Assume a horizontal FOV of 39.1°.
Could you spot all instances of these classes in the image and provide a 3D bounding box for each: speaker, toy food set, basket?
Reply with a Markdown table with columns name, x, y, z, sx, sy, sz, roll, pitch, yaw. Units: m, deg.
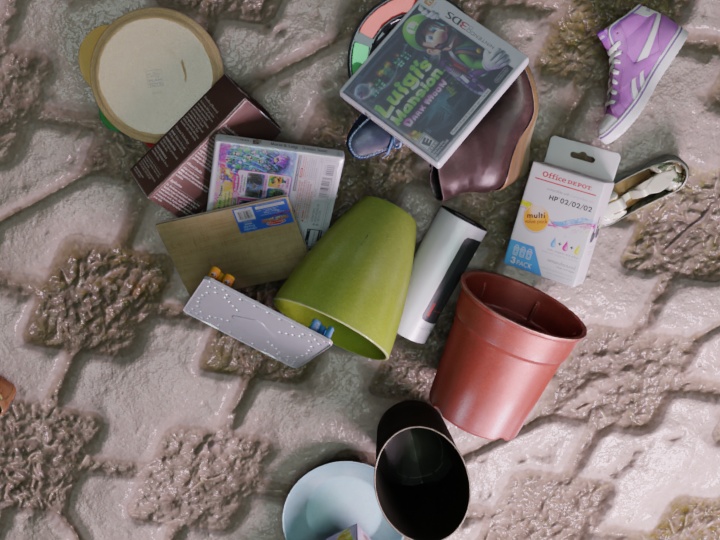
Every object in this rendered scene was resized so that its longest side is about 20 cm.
| name | x | y | z | sx | sy | sz | roll | pitch | yaw |
| --- | --- | --- | --- | --- | --- | --- | --- | --- | --- |
| speaker | 0.108 | 0.008 | 1.529 | 0.081 | 0.081 | 0.200 | 27 | 99 | -8 |
| toy food set | -0.295 | -0.277 | 1.465 | 0.199 | 0.049 | 0.199 | -23 | 103 | 2 |
| basket | 0.085 | 0.283 | 1.527 | 0.135 | 0.200 | 0.181 | -14 | 102 | 1 |

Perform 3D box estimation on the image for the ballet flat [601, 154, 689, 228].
| name | x | y | z | sx | sy | sz | roll | pitch | yaw |
| --- | --- | --- | --- | --- | --- | --- | --- | --- | --- |
| ballet flat | 0.399 | -0.114 | 1.522 | 0.200 | 0.064 | 0.068 | -29 | 102 | 4 |

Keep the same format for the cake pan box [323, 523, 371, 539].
| name | x | y | z | sx | sy | sz | roll | pitch | yaw |
| --- | --- | --- | --- | --- | --- | --- | --- | --- | --- |
| cake pan box | -0.026 | 0.517 | 1.618 | 0.184 | 0.052 | 0.200 | -31 | 114 | 17 |

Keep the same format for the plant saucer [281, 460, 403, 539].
| name | x | y | z | sx | sy | sz | roll | pitch | yaw |
| --- | --- | --- | --- | --- | --- | --- | --- | --- | --- |
| plant saucer | -0.025 | 0.393 | 1.630 | 0.200 | 0.039 | 0.202 | -1 | 104 | -3 |

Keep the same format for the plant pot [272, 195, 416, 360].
| name | x | y | z | sx | sy | sz | roll | pitch | yaw |
| --- | --- | --- | --- | --- | --- | --- | --- | --- | --- |
| plant pot | 0.000 | 0.000 | 1.477 | 0.187 | 0.187 | 0.200 | 29 | 76 | -8 |

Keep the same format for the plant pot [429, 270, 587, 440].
| name | x | y | z | sx | sy | sz | roll | pitch | yaw |
| --- | --- | --- | --- | --- | --- | --- | --- | --- | --- |
| plant pot | 0.204 | 0.133 | 1.512 | 0.200 | 0.201 | 0.196 | 20 | 109 | -7 |

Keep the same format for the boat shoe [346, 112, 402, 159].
| name | x | y | z | sx | sy | sz | roll | pitch | yaw |
| --- | --- | --- | --- | --- | --- | --- | --- | --- | --- |
| boat shoe | 0.063 | -0.227 | 1.445 | 0.200 | 0.069 | 0.084 | -38 | 108 | 10 |

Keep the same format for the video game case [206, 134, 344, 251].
| name | x | y | z | sx | sy | sz | roll | pitch | yaw |
| --- | --- | --- | --- | --- | --- | --- | --- | --- | --- |
| video game case | -0.129 | -0.101 | 1.470 | 0.181 | 0.024 | 0.200 | 7 | 131 | -9 |

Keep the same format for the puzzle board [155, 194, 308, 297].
| name | x | y | z | sx | sy | sz | roll | pitch | yaw |
| --- | --- | --- | --- | --- | --- | --- | --- | --- | --- |
| puzzle board | -0.182 | -0.036 | 1.499 | 0.199 | 0.017 | 0.151 | -12 | 131 | 7 |

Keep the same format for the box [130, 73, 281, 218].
| name | x | y | z | sx | sy | sz | roll | pitch | yaw |
| --- | --- | --- | --- | --- | --- | --- | --- | --- | --- |
| box | -0.222 | -0.173 | 1.457 | 0.200 | 0.075 | 0.100 | -42 | 146 | 7 |

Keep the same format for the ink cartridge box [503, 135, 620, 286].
| name | x | y | z | sx | sy | sz | roll | pitch | yaw |
| --- | --- | --- | --- | --- | --- | --- | --- | --- | --- |
| ink cartridge box | 0.298 | -0.090 | 1.499 | 0.115 | 0.068 | 0.201 | 19 | 102 | 22 |

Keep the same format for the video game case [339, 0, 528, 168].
| name | x | y | z | sx | sy | sz | roll | pitch | yaw |
| --- | --- | --- | --- | --- | --- | --- | --- | --- | --- |
| video game case | 0.101 | -0.268 | 1.405 | 0.182 | 0.023 | 0.200 | 38 | 83 | 16 |

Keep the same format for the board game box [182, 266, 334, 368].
| name | x | y | z | sx | sy | sz | roll | pitch | yaw |
| --- | --- | --- | --- | --- | --- | --- | --- | --- | --- |
| board game box | -0.151 | 0.072 | 1.481 | 0.199 | 0.200 | 0.026 | 28 | 68 | -10 |

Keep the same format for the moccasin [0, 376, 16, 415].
| name | x | y | z | sx | sy | sz | roll | pitch | yaw |
| --- | --- | --- | --- | --- | --- | --- | --- | --- | --- |
| moccasin | -0.624 | 0.162 | 1.534 | 0.201 | 0.078 | 0.074 | 37 | 99 | -9 |

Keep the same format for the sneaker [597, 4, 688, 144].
| name | x | y | z | sx | sy | sz | roll | pitch | yaw |
| --- | --- | --- | --- | --- | --- | --- | --- | --- | --- |
| sneaker | 0.377 | -0.292 | 1.483 | 0.114 | 0.073 | 0.201 | 31 | 89 | -5 |

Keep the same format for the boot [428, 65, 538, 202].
| name | x | y | z | sx | sy | sz | roll | pitch | yaw |
| --- | --- | --- | --- | --- | --- | --- | --- | --- | --- |
| boot | 0.173 | -0.206 | 1.459 | 0.166 | 0.072 | 0.201 | -16 | 113 | -29 |

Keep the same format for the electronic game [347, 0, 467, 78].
| name | x | y | z | sx | sy | sz | roll | pitch | yaw |
| --- | --- | --- | --- | --- | --- | --- | --- | --- | --- |
| electronic game | 0.080 | -0.303 | 1.478 | 0.199 | 0.042 | 0.201 | 0 | 103 | -2 |
